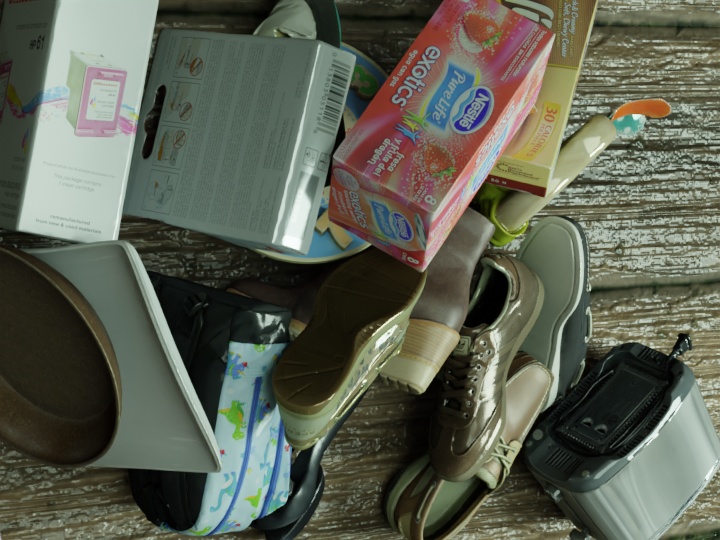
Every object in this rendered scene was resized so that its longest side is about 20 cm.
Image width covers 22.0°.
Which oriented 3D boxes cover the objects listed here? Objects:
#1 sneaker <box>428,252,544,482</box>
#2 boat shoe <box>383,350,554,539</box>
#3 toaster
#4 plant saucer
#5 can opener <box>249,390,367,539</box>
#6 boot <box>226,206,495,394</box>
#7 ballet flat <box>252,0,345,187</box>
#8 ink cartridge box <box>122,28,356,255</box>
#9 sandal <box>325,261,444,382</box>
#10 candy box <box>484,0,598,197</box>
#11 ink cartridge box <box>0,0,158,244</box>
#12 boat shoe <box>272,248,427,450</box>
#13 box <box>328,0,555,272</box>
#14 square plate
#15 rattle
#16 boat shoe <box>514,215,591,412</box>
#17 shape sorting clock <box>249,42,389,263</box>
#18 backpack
[{"bbox_3d":[0.093,0.079,1.600,0.075,0.070,0.201,33,72,-47],"label":"sneaker"},{"bbox_3d":[0.106,0.167,1.644,0.075,0.074,0.201,35,94,-29],"label":"boat shoe"},{"bbox_3d":[0.253,0.163,1.721,0.200,0.113,0.130,-45,128,-18],"label":"toaster"},{"bbox_3d":[-0.252,0.058,1.409,0.037,0.199,0.202,-41,114,-44],"label":"plant saucer"},{"bbox_3d":[-0.044,0.139,1.603,0.063,0.079,0.201,24,77,11],"label":"can opener"},{"bbox_3d":[0.000,0.000,1.575,0.199,0.072,0.167,20,73,5],"label":"boot"},{"bbox_3d":[-0.049,-0.165,1.506,0.068,0.068,0.202,20,54,-51],"label":"ballet flat"},{"bbox_3d":[-0.102,-0.105,1.470,0.050,0.199,0.164,16,87,-43],"label":"ink cartridge box"},{"bbox_3d":[0.055,0.034,1.637,0.201,0.057,0.080,38,76,-20],"label":"sandal"},{"bbox_3d":[0.130,-0.171,1.599,0.114,0.055,0.201,15,63,6],"label":"candy box"},{"bbox_3d":[-0.230,-0.126,1.420,0.084,0.144,0.202,11,89,-28],"label":"ink cartridge box"},{"bbox_3d":[-0.011,0.057,1.476,0.200,0.073,0.063,-49,153,-39],"label":"boat shoe"},{"bbox_3d":[0.064,-0.115,1.480,0.094,0.103,0.201,30,64,11],"label":"box"},{"bbox_3d":[-0.205,0.064,1.423,0.028,0.199,0.199,-42,119,-42],"label":"square plate"},{"bbox_3d":[0.156,-0.127,1.651,0.200,0.130,0.143,-44,75,4],"label":"rattle"},{"bbox_3d":[0.179,0.035,1.673,0.060,0.074,0.201,-26,130,-41],"label":"boat shoe"},{"bbox_3d":[-0.047,-0.104,1.550,0.198,0.039,0.202,3,73,-8],"label":"shape sorting clock"},{"bbox_3d":[-0.122,0.116,1.497,0.153,0.162,0.202,14,89,-45],"label":"backpack"}]
